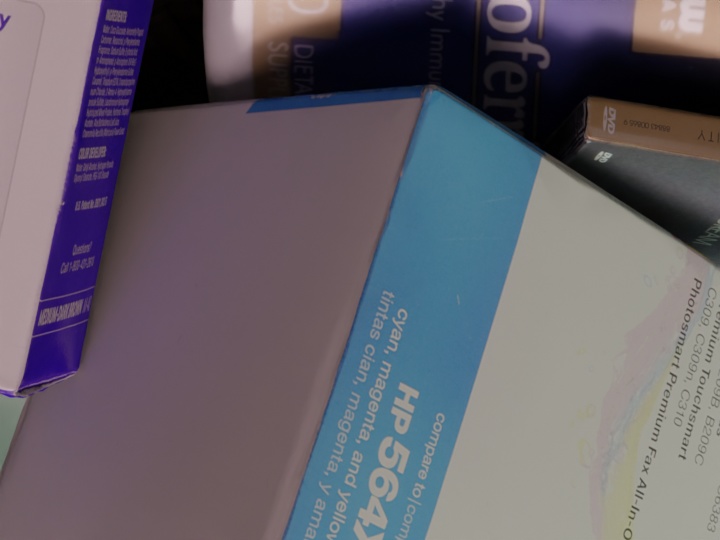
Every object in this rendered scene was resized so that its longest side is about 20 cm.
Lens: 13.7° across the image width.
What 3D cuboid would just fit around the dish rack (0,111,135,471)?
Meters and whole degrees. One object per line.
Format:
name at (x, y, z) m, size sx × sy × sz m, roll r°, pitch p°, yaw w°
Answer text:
dish rack at (-0.071, 0.055, 0.874) m, size 0.200 × 0.044 × 0.171 m, roll -37°, pitch 125°, yaw 24°

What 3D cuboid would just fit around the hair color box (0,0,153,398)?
hair color box at (-0.104, -0.081, 0.716) m, size 0.109 × 0.065 × 0.201 m, roll 13°, pitch 96°, yaw 8°

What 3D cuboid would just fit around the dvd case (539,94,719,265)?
dvd case at (0.134, -0.003, 0.804) m, size 0.199 × 0.016 × 0.149 m, roll 8°, pitch 163°, yaw -11°

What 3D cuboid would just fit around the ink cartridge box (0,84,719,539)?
ink cartridge box at (0.029, 0.053, 0.774) m, size 0.200 × 0.126 × 0.128 m, roll 30°, pitch 161°, yaw -34°

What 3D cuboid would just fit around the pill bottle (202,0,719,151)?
pill bottle at (0.063, -0.083, 0.792) m, size 0.199 × 0.116 × 0.116 m, roll 4°, pitch 131°, yaw 4°
